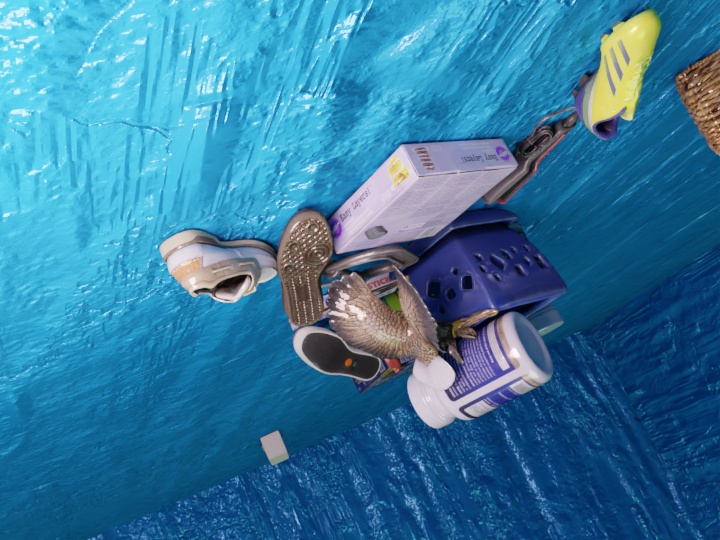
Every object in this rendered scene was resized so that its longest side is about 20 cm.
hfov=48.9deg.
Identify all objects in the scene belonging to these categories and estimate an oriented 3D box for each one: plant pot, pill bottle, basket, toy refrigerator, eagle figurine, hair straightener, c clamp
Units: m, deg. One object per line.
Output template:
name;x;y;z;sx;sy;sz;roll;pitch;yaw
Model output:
plant pot;0.176;0.013;1.279;0.200;0.180;0.200;-10;158;-42
pill bottle;0.176;0.155;1.191;0.200;0.116;0.116;-33;163;26
basket;0.567;-0.249;1.103;0.200;0.149;0.143;-32;163;19
toy refrigerator;-0.280;0.578;2.565;0.070;0.076;0.200;-23;165;-10
eagle figurine;0.066;0.069;1.100;0.200;0.151;0.152;16;113;-46
hair straightener;0.230;-0.155;1.079;0.077;0.041;0.200;-10;158;-43
c clamp;0.000;0.000;1.151;0.171;0.027;0.200;-13;170;9
pill bottle;0.282;0.026;1.443;0.120;0.200;0.120;-24;165;-7

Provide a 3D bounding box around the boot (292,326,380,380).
boot;-0.074;0.133;1.446;0.200;0.144;0.072;28;90;-44

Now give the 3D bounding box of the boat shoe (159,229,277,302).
boat shoe;-0.158;0.004;0.941;0.075;0.068;0.200;-32;163;22

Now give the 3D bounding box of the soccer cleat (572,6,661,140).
soccer cleat;0.303;-0.220;0.904;0.065;0.084;0.200;-23;164;-10

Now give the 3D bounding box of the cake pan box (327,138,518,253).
cake pan box;0.080;-0.097;1.021;0.200;0.052;0.184;-12;161;-40

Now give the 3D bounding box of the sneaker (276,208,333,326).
sneaker;-0.082;-0.014;1.023;0.070;0.076;0.200;-10;138;-17

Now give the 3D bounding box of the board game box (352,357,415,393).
board game box;0.104;0.239;2.100;0.200;0.062;0.200;-17;162;-32

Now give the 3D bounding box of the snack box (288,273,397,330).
snack box;-0.025;0.049;1.366;0.200;0.024;0.072;-20;166;-18

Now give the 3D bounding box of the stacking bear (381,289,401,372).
stacking bear;0.102;0.079;1.509;0.200;0.114;0.121;-38;136;5
